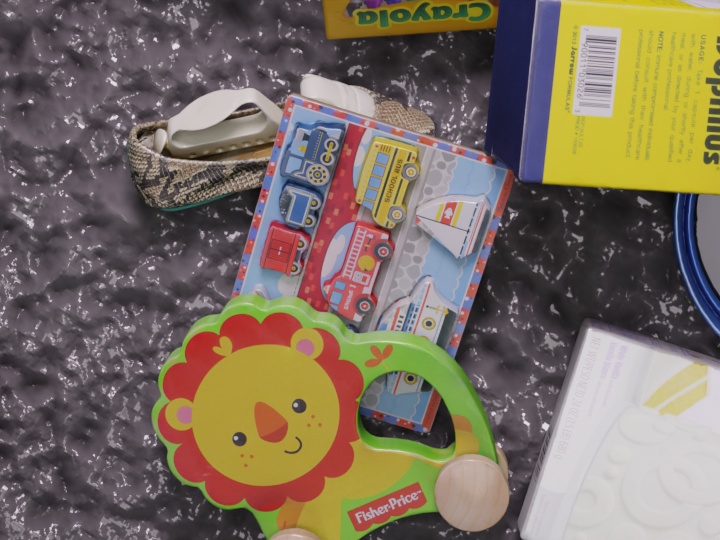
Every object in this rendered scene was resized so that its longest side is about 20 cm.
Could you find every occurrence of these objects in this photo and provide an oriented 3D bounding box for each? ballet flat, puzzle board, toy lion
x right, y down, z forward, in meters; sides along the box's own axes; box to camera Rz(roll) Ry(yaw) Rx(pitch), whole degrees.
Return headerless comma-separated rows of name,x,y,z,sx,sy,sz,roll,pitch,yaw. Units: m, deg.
ballet flat,-0.054,-0.088,1.389,0.199,0.068,0.076,-10,135,5
puzzle board,0.000,0.000,1.386,0.150,0.017,0.201,17,116,-1
toy lion,-0.025,0.099,1.393,0.199,0.069,0.193,-22,99,8

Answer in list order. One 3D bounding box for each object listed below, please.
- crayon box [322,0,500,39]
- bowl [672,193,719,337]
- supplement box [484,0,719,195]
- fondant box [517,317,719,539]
crayon box,0.035,-0.207,1.326,0.126,0.201,0.051,-4,54,2
bowl,0.298,-0.031,1.395,0.199,0.039,0.202,0,94,3
supplement box,0.185,-0.107,1.301,0.199,0.109,0.110,3,101,-8
fondant box,0.217,0.130,1.401,0.199,0.058,0.145,17,95,1
